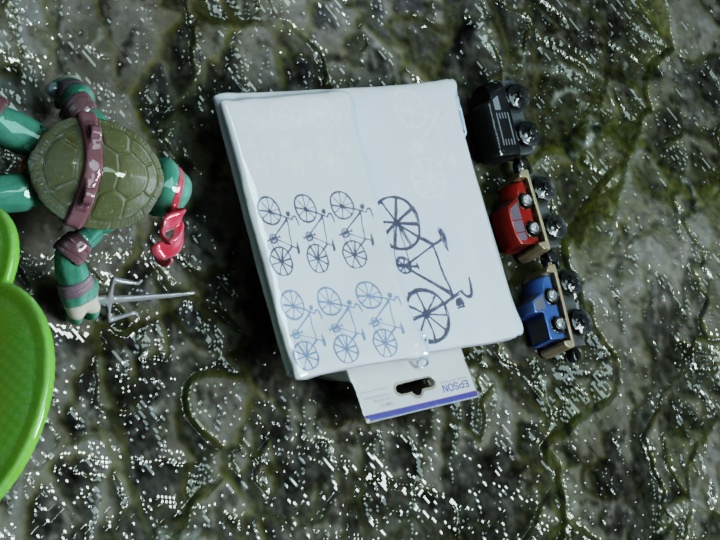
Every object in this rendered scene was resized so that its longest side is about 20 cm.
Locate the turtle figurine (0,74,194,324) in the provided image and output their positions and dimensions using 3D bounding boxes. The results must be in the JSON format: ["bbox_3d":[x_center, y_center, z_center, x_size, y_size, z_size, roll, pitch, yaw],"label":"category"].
[{"bbox_3d":[-0.174,-0.056,1.652,0.199,0.101,0.150,13,65,-26],"label":"turtle figurine"}]

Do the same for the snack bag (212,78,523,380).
[{"bbox_3d":[0.011,-0.030,1.776,0.199,0.021,0.189,-6,75,-38],"label":"snack bag"}]

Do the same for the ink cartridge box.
[{"bbox_3d":[0.000,0.000,1.794,0.099,0.039,0.201,-9,77,-39],"label":"ink cartridge box"}]

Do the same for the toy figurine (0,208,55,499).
[{"bbox_3d":[-0.274,0.020,1.480,0.184,0.150,0.201,31,50,-43],"label":"toy figurine"}]

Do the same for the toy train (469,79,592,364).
[{"bbox_3d":[0.111,-0.033,1.894,0.046,0.034,0.201,-7,76,-35],"label":"toy train"}]
